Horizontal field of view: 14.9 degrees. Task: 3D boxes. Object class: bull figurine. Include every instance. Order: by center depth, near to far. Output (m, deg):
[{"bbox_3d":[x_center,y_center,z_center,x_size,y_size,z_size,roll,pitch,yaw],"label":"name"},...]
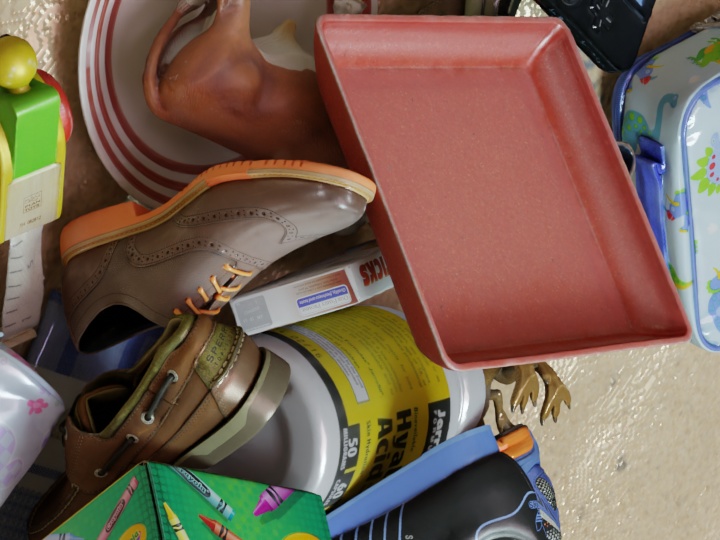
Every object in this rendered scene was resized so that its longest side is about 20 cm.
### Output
[{"bbox_3d":[-0.032,-0.096,1.465,0.200,0.065,0.122,25,86,-47],"label":"bull figurine"}]

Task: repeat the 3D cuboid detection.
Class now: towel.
[{"bbox_3d":[-0.152,0.120,1.511,0.147,0.024,0.200,20,93,-42],"label":"towel"}]

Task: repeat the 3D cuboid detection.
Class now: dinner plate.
[{"bbox_3d":[-0.073,-0.125,1.474,0.200,0.024,0.200,-18,120,-35],"label":"dinner plate"}]

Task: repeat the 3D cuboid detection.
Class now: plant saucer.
[{"bbox_3d":[0.068,-0.039,1.448,0.200,0.037,0.200,-5,69,-46],"label":"plant saucer"}]

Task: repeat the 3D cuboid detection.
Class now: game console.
[{"bbox_3d":[0.173,-0.233,1.543,0.172,0.119,0.200,40,63,-44],"label":"game console"}]

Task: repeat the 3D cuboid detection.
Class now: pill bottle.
[{"bbox_3d":[-0.013,0.078,1.535,0.200,0.111,0.111,-13,117,-58],"label":"pill bottle"}]

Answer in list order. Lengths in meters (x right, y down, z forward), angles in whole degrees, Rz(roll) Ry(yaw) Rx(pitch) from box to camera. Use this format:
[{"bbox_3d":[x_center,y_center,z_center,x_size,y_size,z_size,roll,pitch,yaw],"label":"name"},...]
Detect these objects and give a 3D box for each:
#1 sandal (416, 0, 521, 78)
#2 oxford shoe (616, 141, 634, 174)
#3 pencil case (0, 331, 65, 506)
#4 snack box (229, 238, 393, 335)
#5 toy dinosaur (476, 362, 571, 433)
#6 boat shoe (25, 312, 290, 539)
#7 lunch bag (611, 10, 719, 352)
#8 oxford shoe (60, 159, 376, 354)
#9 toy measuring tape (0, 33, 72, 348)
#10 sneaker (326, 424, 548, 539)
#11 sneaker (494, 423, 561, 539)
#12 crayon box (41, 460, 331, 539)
[{"bbox_3d":[0.054,-0.134,1.561,0.080,0.057,0.201,57,48,-74],"label":"sandal"},{"bbox_3d":[0.107,-0.040,1.563,0.200,0.073,0.071,-51,125,-63],"label":"oxford shoe"},{"bbox_3d":[-0.237,0.118,1.393,0.200,0.083,0.091,-53,134,-11],"label":"pencil case"},{"bbox_3d":[0.000,0.000,1.498,0.200,0.072,0.024,-24,96,-67],"label":"snack box"},{"bbox_3d":[0.071,0.043,1.627,0.060,0.106,0.200,-20,128,-44],"label":"toy dinosaur"},{"bbox_3d":[-0.120,0.082,1.419,0.068,0.072,0.200,36,127,-19],"label":"boat shoe"},{"bbox_3d":[0.234,-0.059,1.731,0.161,0.082,0.200,-29,125,-30],"label":"lunch bag"},{"bbox_3d":[-0.072,-0.004,1.401,0.071,0.200,0.073,23,59,-43],"label":"oxford shoe"},{"bbox_3d":[-0.186,-0.046,1.398,0.074,0.074,0.200,-27,146,-31],"label":"toy measuring tape"},{"bbox_3d":[0.006,0.165,1.477,0.200,0.078,0.070,-34,167,11],"label":"sneaker"},{"bbox_3d":[0.079,0.166,1.652,0.075,0.078,0.200,-22,159,-11],"label":"sneaker"},{"bbox_3d":[-0.121,0.177,1.426,0.119,0.058,0.200,15,139,-41],"label":"crayon box"}]
